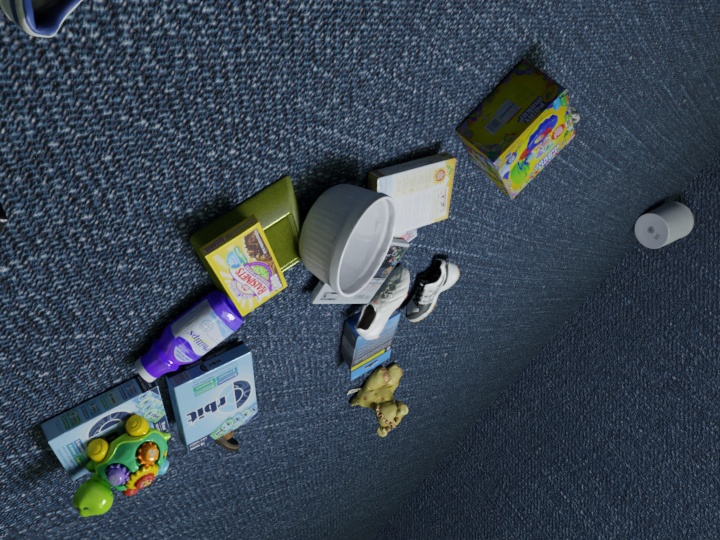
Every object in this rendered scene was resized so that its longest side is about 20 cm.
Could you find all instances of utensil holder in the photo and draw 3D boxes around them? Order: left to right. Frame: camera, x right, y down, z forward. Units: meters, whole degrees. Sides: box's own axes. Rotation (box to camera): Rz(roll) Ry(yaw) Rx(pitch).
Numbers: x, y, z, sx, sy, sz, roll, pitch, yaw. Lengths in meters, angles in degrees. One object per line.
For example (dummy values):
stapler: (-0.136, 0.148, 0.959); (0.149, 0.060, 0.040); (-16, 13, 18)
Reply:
utensil holder: (1.324, -0.198, 2.594); (0.198, 0.170, 0.171); (-19, 144, -31)

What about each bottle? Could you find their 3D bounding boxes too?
bottle: (-0.311, 0.122, 1.066); (0.199, 0.065, 0.084); (-37, 131, -2)

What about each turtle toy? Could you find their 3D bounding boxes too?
turtle toy: (-0.443, 0.371, 1.110); (0.199, 0.101, 0.146); (-32, 151, -18)

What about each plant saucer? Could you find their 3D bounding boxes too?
plant saucer: (-0.176, -0.039, 1.046); (0.199, 0.048, 0.200); (-34, 150, -15)

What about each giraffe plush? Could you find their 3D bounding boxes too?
giraffe plush: (0.078, 0.410, 1.841); (0.199, 0.162, 0.174); (-19, 144, -36)

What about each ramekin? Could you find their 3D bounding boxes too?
ramekin: (-0.026, -0.063, 1.095); (0.200, 0.104, 0.201); (-48, 154, -34)

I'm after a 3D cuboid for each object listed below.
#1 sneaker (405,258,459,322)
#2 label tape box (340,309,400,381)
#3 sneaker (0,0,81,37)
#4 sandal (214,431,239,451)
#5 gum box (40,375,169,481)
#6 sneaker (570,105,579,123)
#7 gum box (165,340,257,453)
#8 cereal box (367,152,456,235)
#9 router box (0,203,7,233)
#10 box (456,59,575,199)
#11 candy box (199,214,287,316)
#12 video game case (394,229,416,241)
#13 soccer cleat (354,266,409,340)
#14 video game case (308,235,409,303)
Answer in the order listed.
sneaker: (0.174, 0.048, 1.595); (0.087, 0.076, 0.201); (24, 108, -42)
label tape box: (0.021, 0.186, 1.574); (0.143, 0.063, 0.201); (-26, 146, -28)
sneaker: (-0.259, -0.304, 0.550); (0.201, 0.088, 0.075); (-52, 148, 13)
sandal: (-0.335, 0.373, 1.389); (0.055, 0.081, 0.200); (-57, 148, -18)
gum box: (-0.474, 0.295, 1.123); (0.199, 0.045, 0.171); (-27, 147, -28)
sneaker: (0.427, -0.313, 1.382); (0.200, 0.099, 0.078); (-49, 150, 10)
gum box: (-0.304, 0.265, 1.240); (0.169, 0.044, 0.202); (-23, 134, -31)
cereal box: (0.101, -0.151, 1.211); (0.198, 0.040, 0.145); (-18, 131, -28)
router box: (-0.514, -0.007, 0.661); (0.201, 0.051, 0.149); (-53, 148, 17)
box: (0.336, -0.295, 1.269); (0.200, 0.122, 0.192); (-46, 151, 7)
candy box: (-0.191, -0.003, 1.000); (0.102, 0.026, 0.201); (-33, 150, -12)
video game case: (0.036, -0.072, 1.294); (0.199, 0.023, 0.183); (-38, 151, -10)
soccer cleat: (0.055, 0.075, 1.435); (0.077, 0.069, 0.201); (36, 82, -51)
video game case: (0.000, 0.000, 1.303); (0.199, 0.023, 0.183); (4, 128, -52)
